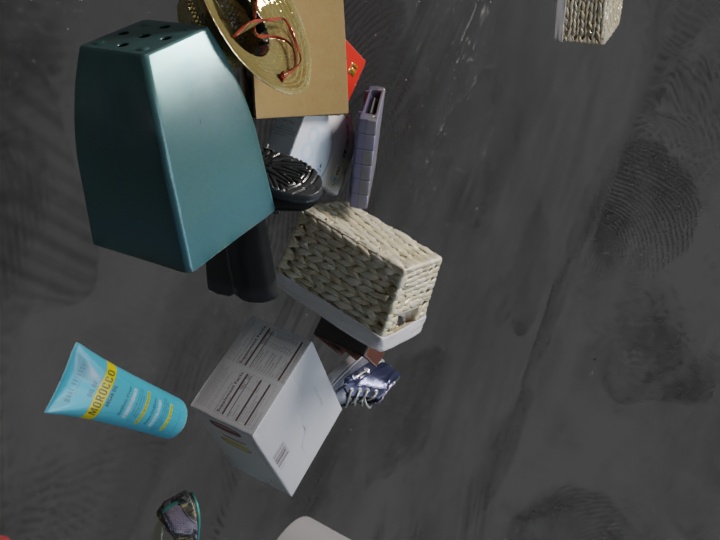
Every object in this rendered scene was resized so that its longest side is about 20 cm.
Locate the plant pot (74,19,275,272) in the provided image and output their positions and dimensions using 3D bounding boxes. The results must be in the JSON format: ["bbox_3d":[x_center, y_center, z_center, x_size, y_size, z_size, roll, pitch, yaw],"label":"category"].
[{"bbox_3d":[-0.192,-0.132,0.834,0.141,0.140,0.203,-42,136,-44],"label":"plant pot"}]

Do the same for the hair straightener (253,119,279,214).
[{"bbox_3d":[-0.142,-0.134,1.045,0.077,0.040,0.201,-57,147,-25],"label":"hair straightener"}]

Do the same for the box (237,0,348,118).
[{"bbox_3d":[-0.078,-0.270,1.031,0.199,0.021,0.166,-19,110,-57],"label":"box"}]

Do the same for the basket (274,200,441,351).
[{"bbox_3d":[0.000,0.000,1.183,0.135,0.199,0.125,-16,134,-58],"label":"basket"}]

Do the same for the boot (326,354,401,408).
[{"bbox_3d":[-0.009,0.205,1.453,0.200,0.090,0.073,-41,161,-46],"label":"boot"}]

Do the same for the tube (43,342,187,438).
[{"bbox_3d":[-0.275,0.146,0.967,0.200,0.050,0.079,41,63,-57],"label":"tube"}]

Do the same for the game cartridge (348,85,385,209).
[{"bbox_3d":[0.009,-0.179,1.216,0.201,0.038,0.132,-79,-179,-66],"label":"game cartridge"}]

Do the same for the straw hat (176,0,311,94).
[{"bbox_3d":[-0.141,-0.257,0.883,0.201,0.084,0.204,41,39,-45],"label":"straw hat"}]

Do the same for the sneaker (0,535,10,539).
[{"bbox_3d":[-0.378,0.376,0.835,0.202,0.114,0.078,-63,153,-13],"label":"sneaker"}]

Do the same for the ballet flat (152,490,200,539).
[{"bbox_3d":[-0.250,0.386,1.168,0.072,0.071,0.203,-42,142,-44],"label":"ballet flat"}]

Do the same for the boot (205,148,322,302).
[{"bbox_3d":[-0.116,-0.040,0.990,0.066,0.163,0.202,-43,147,-43],"label":"boot"}]

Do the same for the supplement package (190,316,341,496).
[{"bbox_3d":[-0.127,0.196,1.207,0.157,0.110,0.201,-57,151,-26],"label":"supplement package"}]

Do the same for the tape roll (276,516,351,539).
[{"bbox_3d":[-0.083,0.567,1.523,0.203,0.138,0.205,-44,144,-44],"label":"tape roll"}]

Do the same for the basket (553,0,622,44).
[{"bbox_3d":[0.513,-0.619,1.885,0.136,0.122,0.202,-50,147,-37],"label":"basket"}]

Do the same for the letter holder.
[{"bbox_3d":[0.026,0.054,1.426,0.202,0.099,0.142,-65,156,-11],"label":"letter holder"}]

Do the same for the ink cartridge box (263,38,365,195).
[{"bbox_3d":[-0.044,-0.220,1.155,0.160,0.047,0.203,26,85,-64],"label":"ink cartridge box"}]
